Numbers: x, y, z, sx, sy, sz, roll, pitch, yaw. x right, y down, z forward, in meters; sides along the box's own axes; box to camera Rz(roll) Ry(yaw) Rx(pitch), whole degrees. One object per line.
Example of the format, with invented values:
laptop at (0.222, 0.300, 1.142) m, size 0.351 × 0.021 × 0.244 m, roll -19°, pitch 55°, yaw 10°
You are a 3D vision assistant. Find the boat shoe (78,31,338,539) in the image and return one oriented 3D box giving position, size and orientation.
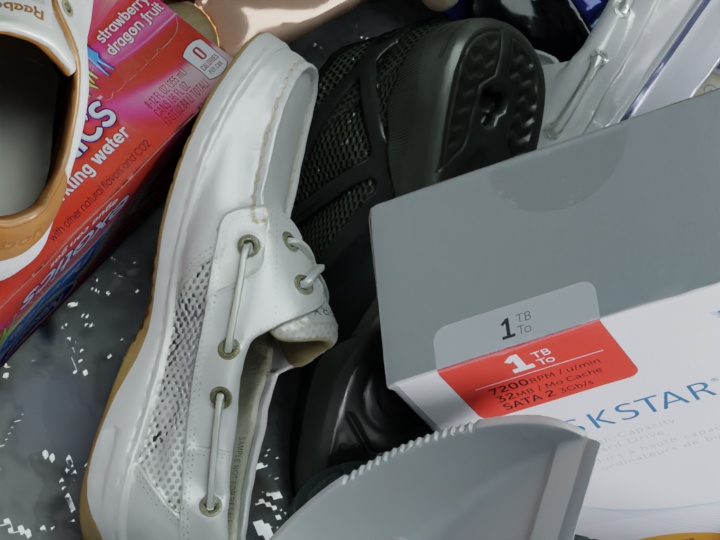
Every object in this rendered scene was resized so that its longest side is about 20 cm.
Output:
boat shoe at (-0.039, 0.014, 0.932) m, size 0.069 × 0.071 × 0.200 m, roll 13°, pitch 81°, yaw 16°

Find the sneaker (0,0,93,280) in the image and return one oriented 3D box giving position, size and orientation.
sneaker at (-0.112, -0.099, 0.836) m, size 0.073 × 0.085 × 0.201 m, roll 1°, pitch 81°, yaw -18°

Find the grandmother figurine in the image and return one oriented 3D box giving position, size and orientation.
grandmother figurine at (0.013, -0.130, 1.011) m, size 0.200 × 0.061 × 0.121 m, roll -28°, pitch 41°, yaw -16°

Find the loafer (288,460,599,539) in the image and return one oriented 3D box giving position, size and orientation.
loafer at (0.060, 0.129, 0.894) m, size 0.200 × 0.063 × 0.072 m, roll 25°, pitch 43°, yaw 35°

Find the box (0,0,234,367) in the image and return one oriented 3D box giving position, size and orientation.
box at (-0.147, -0.025, 0.926) m, size 0.100 × 0.096 × 0.200 m, roll 39°, pitch 54°, yaw 2°

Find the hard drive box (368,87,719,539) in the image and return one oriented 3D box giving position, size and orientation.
hard drive box at (0.115, 0.030, 0.914) m, size 0.200 × 0.156 × 0.077 m, roll 46°, pitch 32°, yaw -50°

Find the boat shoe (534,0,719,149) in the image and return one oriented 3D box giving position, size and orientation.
boat shoe at (0.087, -0.062, 1.025) m, size 0.065 × 0.074 × 0.200 m, roll 38°, pitch 89°, yaw 3°

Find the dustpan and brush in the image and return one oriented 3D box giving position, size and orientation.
dustpan and brush at (-0.022, 0.117, 0.850) m, size 0.057 × 0.200 × 0.140 m, roll 38°, pitch 51°, yaw -22°

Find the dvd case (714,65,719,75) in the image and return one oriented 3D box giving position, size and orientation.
dvd case at (0.137, -0.091, 1.137) m, size 0.200 × 0.016 × 0.149 m, roll 0°, pitch 62°, yaw -24°

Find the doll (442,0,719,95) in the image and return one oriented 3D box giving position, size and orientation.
doll at (0.074, -0.114, 1.083) m, size 0.200 × 0.048 × 0.136 m, roll 39°, pitch 69°, yaw 6°

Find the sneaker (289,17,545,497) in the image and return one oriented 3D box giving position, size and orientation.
sneaker at (0.000, 0.000, 0.997) m, size 0.076 × 0.114 × 0.200 m, roll 14°, pitch 86°, yaw -38°
